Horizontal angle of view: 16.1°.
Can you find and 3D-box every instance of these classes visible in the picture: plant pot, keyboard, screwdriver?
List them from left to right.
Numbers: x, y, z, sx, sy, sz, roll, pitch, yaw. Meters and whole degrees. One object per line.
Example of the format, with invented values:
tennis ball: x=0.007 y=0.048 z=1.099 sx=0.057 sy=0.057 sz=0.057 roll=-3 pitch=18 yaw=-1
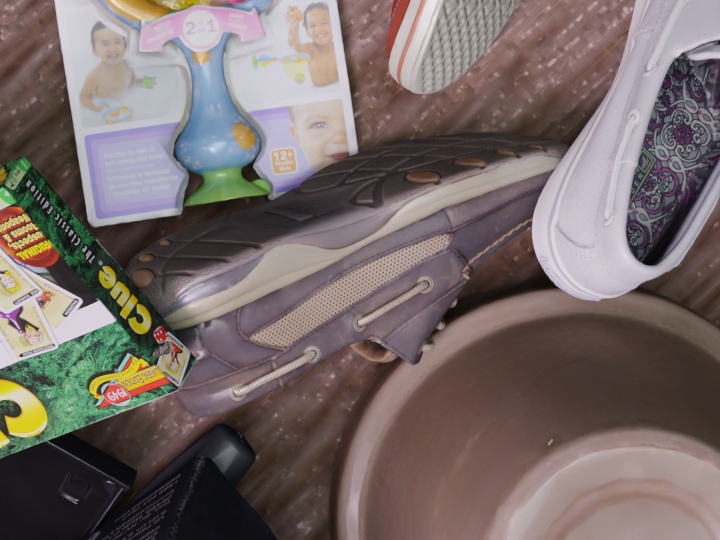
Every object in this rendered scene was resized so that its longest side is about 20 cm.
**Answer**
keyboard: x=-0.179 y=0.039 z=1.005 sx=0.200 sy=0.021 sz=0.127 roll=30 pitch=134 yaw=-8
screwdriver: x=-0.118 y=0.139 z=1.046 sx=0.028 sy=0.029 sz=0.200 roll=44 pitch=89 yaw=-6
plant pot: x=0.094 y=0.107 z=0.987 sx=0.200 sy=0.175 sz=0.200 roll=0 pitch=95 yaw=-5

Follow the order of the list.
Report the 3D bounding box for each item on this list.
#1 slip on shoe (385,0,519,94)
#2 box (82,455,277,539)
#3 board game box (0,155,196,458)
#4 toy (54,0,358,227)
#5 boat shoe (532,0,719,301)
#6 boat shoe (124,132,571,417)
slip on shoe: x=0.043 y=-0.170 z=1.025 sx=0.061 sy=0.074 sz=0.200 roll=18 pitch=100 yaw=29
box: x=-0.056 y=0.209 z=0.950 sx=0.117 sy=0.200 sz=0.197 roll=-35 pitch=102 yaw=17
board game box: x=-0.169 y=0.032 z=0.966 sx=0.200 sy=0.023 sz=0.105 roll=-22 pitch=121 yaw=34
toy: x=-0.066 y=-0.123 z=1.020 sx=0.115 sy=0.047 sz=0.200 roll=-9 pitch=96 yaw=-10
boat shoe: x=0.135 y=-0.079 z=1.008 sx=0.072 sy=0.069 sz=0.200 roll=42 pitch=70 yaw=-20
boat shoe: x=0.000 y=0.000 z=1.015 sx=0.200 sy=0.074 sz=0.073 roll=-21 pitch=111 yaw=-21
